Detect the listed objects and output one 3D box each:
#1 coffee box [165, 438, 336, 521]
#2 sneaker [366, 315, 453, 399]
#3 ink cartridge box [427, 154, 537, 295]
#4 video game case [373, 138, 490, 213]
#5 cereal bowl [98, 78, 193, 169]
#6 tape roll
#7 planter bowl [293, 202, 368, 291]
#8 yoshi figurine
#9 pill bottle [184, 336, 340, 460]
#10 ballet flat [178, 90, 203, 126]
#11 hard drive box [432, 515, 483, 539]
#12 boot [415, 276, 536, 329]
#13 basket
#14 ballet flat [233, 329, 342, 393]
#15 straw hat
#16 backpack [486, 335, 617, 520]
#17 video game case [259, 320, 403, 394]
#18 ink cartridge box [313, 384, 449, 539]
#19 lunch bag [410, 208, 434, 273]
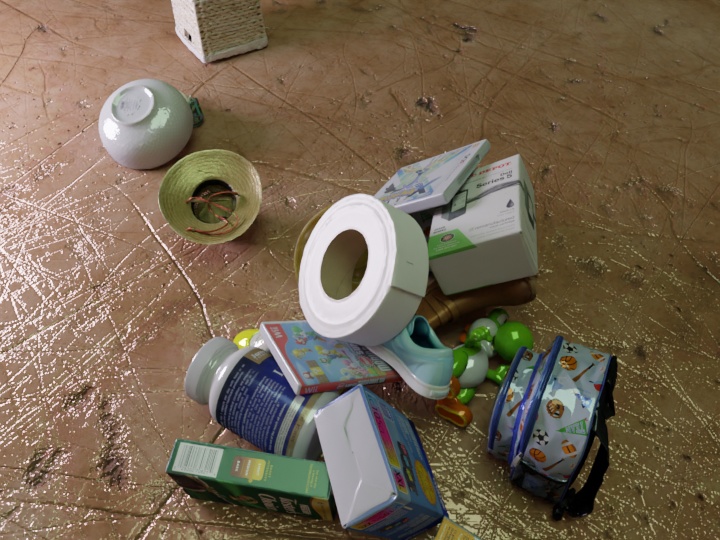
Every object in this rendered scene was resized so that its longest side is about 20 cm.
[{"bbox_3d":[-0.126,0.260,0.662,0.195,0.124,0.045,8,55,4],"label":"coffee box"},{"bbox_3d":[0.066,0.092,0.758,0.073,0.084,0.199,1,22,-38],"label":"sneaker"},{"bbox_3d":[0.189,-0.073,0.828,0.143,0.085,0.202,-16,36,27],"label":"ink cartridge box"},{"bbox_3d":[0.103,-0.148,0.918,0.198,0.022,0.183,-11,29,45],"label":"video game case"},{"bbox_3d":[-0.455,-0.318,1.119,0.195,0.084,0.204,-1,69,4],"label":"cereal bowl"},{"bbox_3d":[0.000,0.000,0.755,0.070,0.202,0.205,19,36,-41],"label":"tape roll"},{"bbox_3d":[-0.008,-0.019,0.897,0.196,0.205,0.084,3,14,1],"label":"planter bowl"},{"bbox_3d":[0.190,0.132,0.801,0.112,0.113,0.200,40,56,9],"label":"yoshi figurine"},{"bbox_3d":[-0.134,0.176,0.738,0.197,0.117,0.116,24,53,16],"label":"pill bottle"},{"bbox_3d":[-0.444,-0.391,1.227,0.196,0.075,0.075,19,52,14],"label":"ballet flat"},{"bbox_3d":[0.143,0.402,0.588,0.197,0.078,0.157,25,54,17],"label":"hard drive box"},{"bbox_3d":[0.158,0.044,0.831,0.153,0.078,0.199,-26,18,-22],"label":"boot"},{"bbox_3d":[-0.373,-0.679,1.408,0.198,0.163,0.199,-26,55,-24],"label":"basket"},{"bbox_3d":[-0.110,0.127,0.811,0.197,0.068,0.067,25,54,18],"label":"ballet flat"},{"bbox_3d":[-0.269,-0.116,0.995,0.196,0.086,0.205,1,63,-2],"label":"straw hat"},{"bbox_3d":[0.252,0.180,0.699,0.151,0.192,0.202,19,53,14],"label":"backpack"},{"bbox_3d":[-0.030,0.116,0.772,0.197,0.018,0.143,1,29,-34],"label":"video game case"},{"bbox_3d":[0.034,0.244,0.661,0.075,0.200,0.138,-29,51,10],"label":"ink cartridge box"},{"bbox_3d":[0.142,-0.087,0.994,0.156,0.076,0.203,2,51,3],"label":"lunch bag"}]
